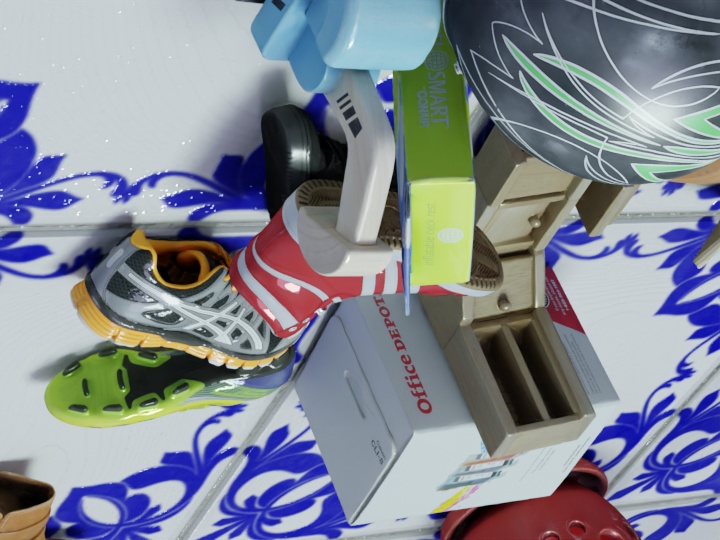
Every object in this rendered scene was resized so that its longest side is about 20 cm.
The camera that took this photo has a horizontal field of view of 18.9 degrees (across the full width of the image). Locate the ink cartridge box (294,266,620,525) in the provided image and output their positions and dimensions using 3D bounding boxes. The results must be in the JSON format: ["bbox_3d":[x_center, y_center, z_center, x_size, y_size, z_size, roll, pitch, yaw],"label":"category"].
[{"bbox_3d":[0.074,0.100,1.754,0.200,0.145,0.145,-4,145,-30],"label":"ink cartridge box"}]

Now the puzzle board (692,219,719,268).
[{"bbox_3d":[0.353,-0.086,1.704,0.200,0.017,0.151,-43,180,29],"label":"puzzle board"}]

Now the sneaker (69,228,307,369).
[{"bbox_3d":[-0.109,0.017,1.564,0.200,0.078,0.077,6,130,-43],"label":"sneaker"}]

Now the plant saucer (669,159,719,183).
[{"bbox_3d":[0.188,-0.123,1.459,0.032,0.200,0.200,-60,163,-27],"label":"plant saucer"}]

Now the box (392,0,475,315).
[{"bbox_3d":[0.045,-0.087,1.377,0.048,0.200,0.122,-3,149,0],"label":"box"}]

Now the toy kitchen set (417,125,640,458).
[{"bbox_3d":[0.167,0.003,1.629,0.163,0.181,0.200,-10,151,-26],"label":"toy kitchen set"}]

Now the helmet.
[{"bbox_3d":[0.153,-0.145,1.274,0.200,0.191,0.200,11,128,14],"label":"helmet"}]

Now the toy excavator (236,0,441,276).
[{"bbox_3d":[-0.006,-0.123,1.282,0.100,0.200,0.194,1,141,-35],"label":"toy excavator"}]

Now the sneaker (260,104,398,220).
[{"bbox_3d":[-0.012,-0.067,1.516,0.104,0.060,0.200,-17,155,-10],"label":"sneaker"}]

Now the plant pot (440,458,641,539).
[{"bbox_3d":[0.180,0.294,2.102,0.200,0.183,0.200,-19,150,-11],"label":"plant pot"}]

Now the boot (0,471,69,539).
[{"bbox_3d":[-0.276,0.221,1.773,0.200,0.074,0.155,-3,140,-37],"label":"boot"}]

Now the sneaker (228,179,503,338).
[{"bbox_3d":[0.000,0.000,1.507,0.200,0.071,0.112,15,138,-40],"label":"sneaker"}]

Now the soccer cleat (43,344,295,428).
[{"bbox_3d":[-0.144,0.091,1.664,0.200,0.065,0.084,-14,151,-19],"label":"soccer cleat"}]
